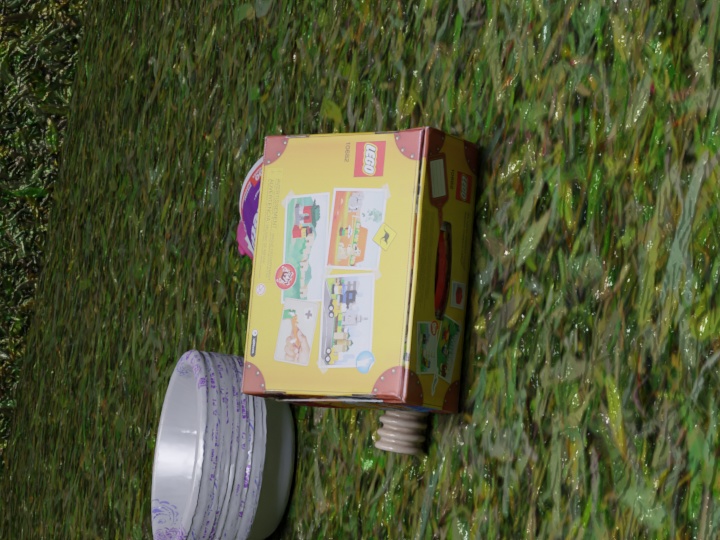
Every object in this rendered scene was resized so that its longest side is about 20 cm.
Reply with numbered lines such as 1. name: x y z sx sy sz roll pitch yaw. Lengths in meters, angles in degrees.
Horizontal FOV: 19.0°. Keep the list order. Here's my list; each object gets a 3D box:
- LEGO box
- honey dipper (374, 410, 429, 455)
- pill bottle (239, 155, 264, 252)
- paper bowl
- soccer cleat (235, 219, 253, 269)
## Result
1. LEGO box: 0.000 0.000 1.587 0.149 0.077 0.200 0 81 35
2. honey dipper: 0.044 0.038 1.620 0.038 0.038 0.200 -174 92 -74
3. pill bottle: -0.031 -0.024 1.765 0.200 0.112 0.113 -117 38 -63
4. paper bowl: -0.126 0.178 2.016 0.201 0.104 0.201 -173 90 -74
5. soccer cleat: -0.059 -0.022 1.965 0.086 0.070 0.200 -61 25 16
